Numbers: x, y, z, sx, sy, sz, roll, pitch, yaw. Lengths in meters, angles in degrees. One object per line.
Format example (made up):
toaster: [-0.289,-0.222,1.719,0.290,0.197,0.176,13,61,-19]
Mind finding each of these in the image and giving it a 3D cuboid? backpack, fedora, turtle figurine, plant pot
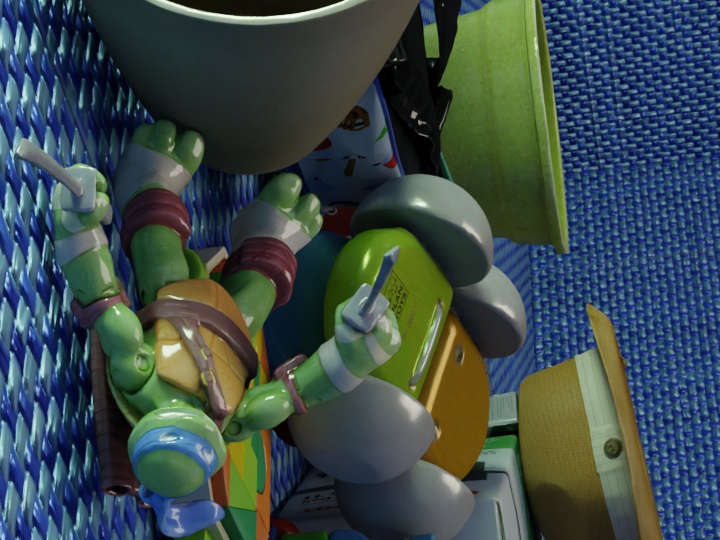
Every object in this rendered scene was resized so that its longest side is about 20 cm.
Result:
backpack: [-0.018,-0.125,1.220,0.191,0.153,0.201,63,27,-46]
fedora: [0.152,0.126,1.430,0.201,0.081,0.203,-13,90,-82]
turtle figurine: [-0.055,-0.009,0.899,0.194,0.142,0.202,-93,178,-60]
plant pot: [0.052,-0.103,1.562,0.200,0.182,0.203,-6,90,-83]
plant pot: [-0.051,-0.136,0.991,0.200,0.185,0.189,96,-7,-62]

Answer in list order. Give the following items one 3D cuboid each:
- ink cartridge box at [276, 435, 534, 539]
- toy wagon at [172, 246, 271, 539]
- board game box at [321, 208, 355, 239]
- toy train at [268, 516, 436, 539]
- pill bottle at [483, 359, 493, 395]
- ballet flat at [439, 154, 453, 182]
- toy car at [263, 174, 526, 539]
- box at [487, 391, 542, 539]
ink cartridge box: [0.031,0.169,1.340,0.200,0.145,0.084,-44,127,-81]
toy wagon: [-0.074,0.091,1.046,0.156,0.039,0.202,71,15,-55]
board game box: [0.000,0.000,1.397,0.153,0.040,0.201,69,-3,-60]
toy train: [0.002,0.225,1.200,0.085,0.115,0.201,-86,167,-49]
pill bottle: [0.041,0.099,1.553,0.120,0.118,0.202,-81,162,-62]
ballet flat: [0.028,-0.077,1.387,0.070,0.067,0.202,174,-106,-79]
toy car: [-0.001,0.049,1.198,0.200,0.149,0.176,61,43,-54]
box: [0.056,0.177,1.508,0.037,0.143,0.201,-87,167,-50]
